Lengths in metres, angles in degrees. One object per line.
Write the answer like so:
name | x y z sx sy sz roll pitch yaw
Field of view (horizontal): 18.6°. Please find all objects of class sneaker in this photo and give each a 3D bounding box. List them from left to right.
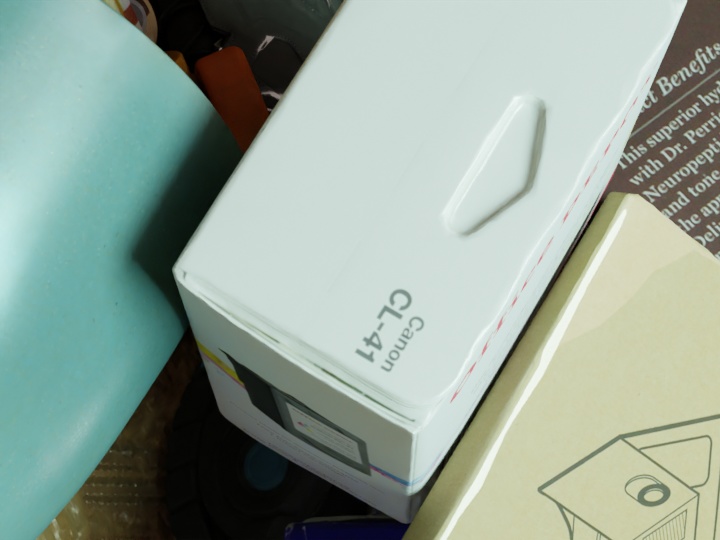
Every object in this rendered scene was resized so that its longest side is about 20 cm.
sneaker | -0.043 -0.090 0.825 0.200 0.076 0.091 49 52 4
sneaker | -0.029 0.108 0.850 0.082 0.073 0.200 17 79 -57

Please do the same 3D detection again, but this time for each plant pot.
plant pot | -0.153 0.009 0.629 0.201 0.201 0.161 43 60 -35

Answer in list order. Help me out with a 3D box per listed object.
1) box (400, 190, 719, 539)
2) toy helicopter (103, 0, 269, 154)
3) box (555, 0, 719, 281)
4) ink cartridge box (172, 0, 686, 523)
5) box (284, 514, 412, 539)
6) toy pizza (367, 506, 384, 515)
box | 0.088 0.101 0.703 0.163 0.021 0.200 36 80 -27
toy helicopter | -0.087 -0.091 0.690 0.200 0.079 0.132 76 -8 -80
box | 0.157 -0.031 0.866 0.166 0.164 0.200 -35 68 -13
ink cartridge box | 0.020 -0.014 0.675 0.148 0.086 0.200 -58 172 -12
box | 0.058 0.192 0.818 0.184 0.105 0.200 15 74 -62
toy pizza | 0.055 0.158 0.956 0.200 0.032 0.200 13 73 -48
